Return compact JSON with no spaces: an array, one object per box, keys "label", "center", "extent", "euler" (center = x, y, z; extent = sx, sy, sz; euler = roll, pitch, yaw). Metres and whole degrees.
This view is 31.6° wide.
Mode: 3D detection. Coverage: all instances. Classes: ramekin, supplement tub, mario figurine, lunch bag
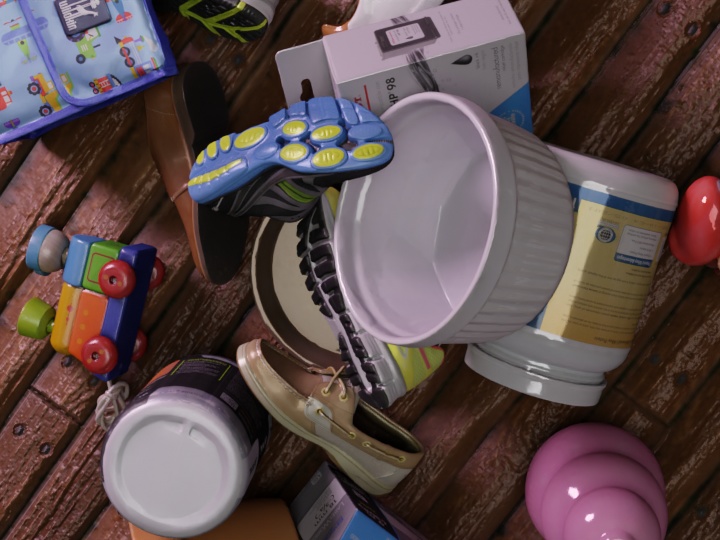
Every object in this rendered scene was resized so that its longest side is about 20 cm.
[{"label":"ramekin","center":[0.078,-0.035,1.016],"extent":[0.105,0.200,0.201],"euler":[9,101,-37]},{"label":"supplement tub","center":[0.175,0.001,1.087],"extent":[0.144,0.145,0.200],"euler":[16,99,1]},{"label":"supplement tub","center":[-0.143,0.143,1.099],"extent":[0.122,0.200,0.123],"euler":[1,98,4]},{"label":"mario figurine","center":[0.348,-0.015,1.067],"extent":[0.200,0.123,0.106],"euler":[39,77,-29]},{"label":"lunch bag","center":[-0.252,-0.210,1.086],"extent":[0.200,0.094,0.151],"euler":[-19,98,20]}]

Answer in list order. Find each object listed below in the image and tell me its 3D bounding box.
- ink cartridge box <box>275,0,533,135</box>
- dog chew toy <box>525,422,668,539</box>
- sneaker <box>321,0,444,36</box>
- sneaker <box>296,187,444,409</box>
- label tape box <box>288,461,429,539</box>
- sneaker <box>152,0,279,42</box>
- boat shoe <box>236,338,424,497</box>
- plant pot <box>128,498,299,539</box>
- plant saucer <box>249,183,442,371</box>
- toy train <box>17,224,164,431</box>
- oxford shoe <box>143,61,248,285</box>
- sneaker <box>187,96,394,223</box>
[{"label":"ink cartridge box","center":[0.039,-0.149,1.074],"extent":[0.200,0.067,0.116],"euler":[-16,138,-1]},{"label":"dog chew toy","center":[0.206,0.206,1.088],"extent":[0.124,0.200,0.125],"euler":[1,99,4]},{"label":"sneaker","center":[0.042,-0.261,1.092],"extent":[0.085,0.073,0.200],"euler":[39,100,-5]},{"label":"sneaker","center":[0.010,0.015,1.115],"extent":[0.090,0.078,0.200],"euler":[-21,89,-23]},{"label":"label tape box","center":[0.024,0.256,1.091],"extent":[0.144,0.200,0.063],"euler":[40,89,-16]},{"label":"sneaker","center":[-0.160,-0.270,1.114],"extent":[0.200,0.075,0.076],"euler":[26,67,3]},{"label":"boat shoe","center":[-0.024,0.120,1.140],"extent":[0.066,0.074,0.200],"euler":[-40,114,20]},{"label":"plant pot","center":[-0.119,0.287,1.135],"extent":[0.140,0.200,0.200],"euler":[-14,98,-11]},{"label":"plant saucer","center":[0.000,0.000,1.156],"extent":[0.200,0.029,0.201],"euler":[1,99,4]},{"label":"toy train","center":[-0.261,0.062,1.158],"extent":[0.116,0.085,0.200],"euler":[17,99,11]},{"label":"oxford shoe","center":[-0.150,-0.085,1.144],"extent":[0.071,0.071,0.200],"euler":[-2,103,34]},{"label":"sneaker","center":[-0.052,-0.087,1.056],"extent":[0.199,0.083,0.071],"euler":[-14,58,35]}]
